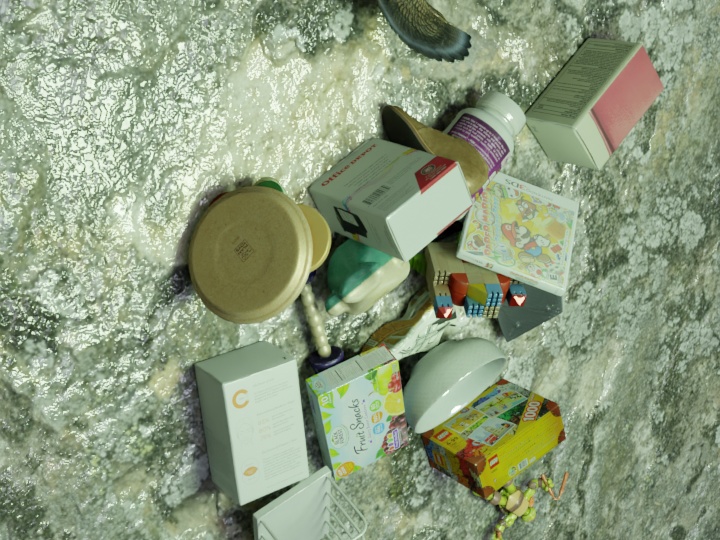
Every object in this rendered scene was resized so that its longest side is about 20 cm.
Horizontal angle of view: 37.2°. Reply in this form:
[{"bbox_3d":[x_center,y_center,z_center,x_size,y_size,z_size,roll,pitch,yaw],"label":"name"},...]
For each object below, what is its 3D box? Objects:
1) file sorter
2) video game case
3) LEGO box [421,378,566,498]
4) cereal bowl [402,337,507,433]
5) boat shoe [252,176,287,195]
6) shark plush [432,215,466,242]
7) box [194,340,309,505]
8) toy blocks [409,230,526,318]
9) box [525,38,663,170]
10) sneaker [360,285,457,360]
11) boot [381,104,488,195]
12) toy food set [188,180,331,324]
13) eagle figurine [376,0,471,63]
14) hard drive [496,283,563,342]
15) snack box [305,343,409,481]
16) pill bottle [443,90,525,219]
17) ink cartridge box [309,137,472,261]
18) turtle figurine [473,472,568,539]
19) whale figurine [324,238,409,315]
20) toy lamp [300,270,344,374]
[{"bbox_3d":[-0.074,0.432,1.659,0.138,0.125,0.200,-29,147,-25],"label":"file sorter"},{"bbox_3d":[0.259,-0.068,1.739,0.181,0.023,0.201,20,51,-3],"label":"video game case"},{"bbox_3d":[0.233,0.289,1.869,0.200,0.149,0.077,-30,119,-26],"label":"LEGO box"},{"bbox_3d":[0.143,0.178,1.782,0.200,0.083,0.200,-34,159,-15],"label":"cereal bowl"},{"bbox_3d":[-0.135,-0.033,1.550,0.066,0.074,0.201,-30,121,-49],"label":"boat shoe"},{"bbox_3d":[0.209,-0.072,1.801,0.200,0.091,0.083,-29,150,-33],"label":"shark plush"},{"bbox_3d":[-0.161,0.225,1.599,0.124,0.097,0.201,-17,113,-31],"label":"box"},{"bbox_3d":[0.187,0.018,1.715,0.199,0.137,0.100,-1,132,-10],"label":"toy blocks"},{"bbox_3d":[0.400,-0.287,1.833,0.200,0.128,0.109,-50,126,-12],"label":"box"},{"bbox_3d":[0.088,0.115,1.760,0.200,0.076,0.088,-40,123,-19],"label":"sneaker"},{"bbox_3d":[0.112,-0.187,1.633,0.075,0.200,0.074,-34,159,-24],"label":"boot"},{"bbox_3d":[-0.151,-0.026,1.486,0.201,0.198,0.049,-60,157,4],"label":"toy food set"},{"bbox_3d":[0.076,-0.391,1.555,0.152,0.151,0.201,-37,115,-34],"label":"eagle figurine"},{"bbox_3d":[0.280,0.018,1.864,0.135,0.042,0.201,-27,127,-11],"label":"hard drive"},{"bbox_3d":[-0.002,0.226,1.699,0.142,0.053,0.201,-23,132,-16],"label":"snack box"},{"bbox_3d":[0.175,-0.187,1.711,0.200,0.112,0.112,-51,126,-12],"label":"pill bottle"},{"bbox_3d":[0.043,-0.110,1.585,0.146,0.200,0.083,-40,125,-19],"label":"ink cartridge box"},{"bbox_3d":[0.288,0.419,2.000,0.200,0.064,0.161,-47,118,-5],"label":"turtle figurine"},{"bbox_3d":[0.000,0.000,1.603,0.159,0.200,0.104,-39,87,8],"label":"whale figurine"},{"bbox_3d":[-0.066,0.086,1.654,0.058,0.058,0.201,-27,117,-27],"label":"toy lamp"}]
